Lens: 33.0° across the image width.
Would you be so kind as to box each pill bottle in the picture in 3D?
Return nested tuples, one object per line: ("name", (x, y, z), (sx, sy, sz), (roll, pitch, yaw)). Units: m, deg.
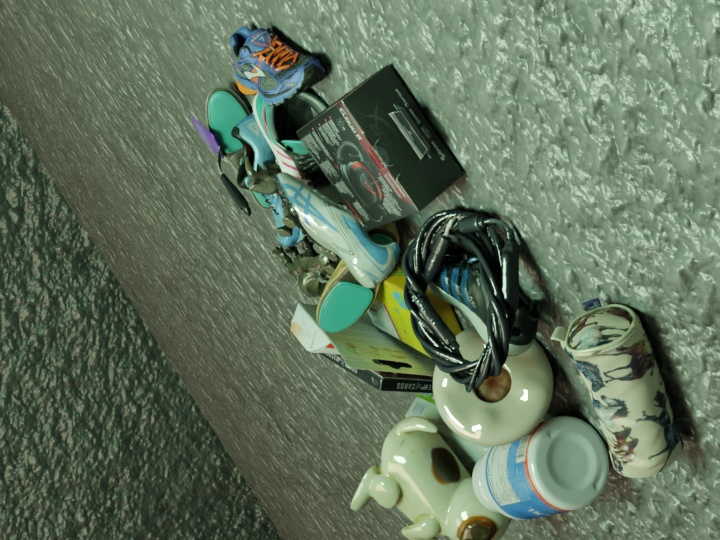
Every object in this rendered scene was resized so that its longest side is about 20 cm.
("pill bottle", (0.218, 0.254, 1.532), (0.113, 0.112, 0.200), (51, 155, 0))

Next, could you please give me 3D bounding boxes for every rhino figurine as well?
("rhino figurine", (-0.081, -0.088, 1.636), (0.199, 0.088, 0.059), (39, 149, -21))

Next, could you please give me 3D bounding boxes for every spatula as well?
("spatula", (-0.193, -0.144, 1.714), (0.201, 0.020, 0.057), (61, 174, 37))

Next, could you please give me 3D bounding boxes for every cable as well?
("cable", (0.108, 0.035, 1.360), (0.161, 0.050, 0.204), (5, 98, 44))

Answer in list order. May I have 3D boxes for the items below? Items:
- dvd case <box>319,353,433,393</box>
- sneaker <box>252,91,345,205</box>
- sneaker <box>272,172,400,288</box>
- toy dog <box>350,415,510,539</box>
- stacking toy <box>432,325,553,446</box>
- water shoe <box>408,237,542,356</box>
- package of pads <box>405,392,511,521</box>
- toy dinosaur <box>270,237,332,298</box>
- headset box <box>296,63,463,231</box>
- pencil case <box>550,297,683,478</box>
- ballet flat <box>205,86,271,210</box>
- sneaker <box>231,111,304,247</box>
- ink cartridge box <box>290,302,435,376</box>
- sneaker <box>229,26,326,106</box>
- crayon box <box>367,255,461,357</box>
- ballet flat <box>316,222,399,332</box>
("dvd case", (0.033, 0.135, 1.775), (0.199, 0.148, 0.025), (25, 105, 53))
("sneaker", (-0.063, -0.153, 1.546), (0.201, 0.083, 0.121), (56, 171, -8))
("sneaker", (-0.031, -0.060, 1.512), (0.200, 0.072, 0.072), (42, 170, 21))
("toy dog", (0.118, 0.299, 1.675), (0.198, 0.139, 0.196), (33, 122, 15))
("stacking toy", (0.174, 0.158, 1.518), (0.146, 0.146, 0.200), (44, 177, 22))
("water shoe", (0.137, 0.009, 1.412), (0.200, 0.071, 0.080), (44, 133, 28))
("package of pads", (0.158, 0.273, 1.770), (0.153, 0.068, 0.202), (20, 146, 34))
("toy dinosaur", (-0.071, 0.003, 1.775), (0.103, 0.076, 0.200), (62, 180, 13))
("headset box", (0.021, -0.135, 1.375), (0.150, 0.075, 0.200), (54, 162, -7))
("pencil case", (0.270, 0.127, 1.254), (0.088, 0.078, 0.202), (2, 131, 39))
("ballet flat", (-0.168, -0.181, 1.775), (0.064, 0.067, 0.202), (-94, -22, -66))
("sneaker", (-0.132, -0.124, 1.691), (0.078, 0.089, 0.203), (20, 130, 58))
("ink cartridge box", (0.009, 0.114, 1.705), (0.200, 0.160, 0.051), (49, 125, 55))
("sneaker", (-0.112, -0.254, 1.485), (0.199, 0.075, 0.079), (21, 141, 55))
("crayon box", (0.068, 0.046, 1.638), (0.199, 0.051, 0.128), (28, 150, 52))
("ballet flat", (0.000, 0.000, 1.599), (0.068, 0.064, 0.201), (21, 130, -15))
